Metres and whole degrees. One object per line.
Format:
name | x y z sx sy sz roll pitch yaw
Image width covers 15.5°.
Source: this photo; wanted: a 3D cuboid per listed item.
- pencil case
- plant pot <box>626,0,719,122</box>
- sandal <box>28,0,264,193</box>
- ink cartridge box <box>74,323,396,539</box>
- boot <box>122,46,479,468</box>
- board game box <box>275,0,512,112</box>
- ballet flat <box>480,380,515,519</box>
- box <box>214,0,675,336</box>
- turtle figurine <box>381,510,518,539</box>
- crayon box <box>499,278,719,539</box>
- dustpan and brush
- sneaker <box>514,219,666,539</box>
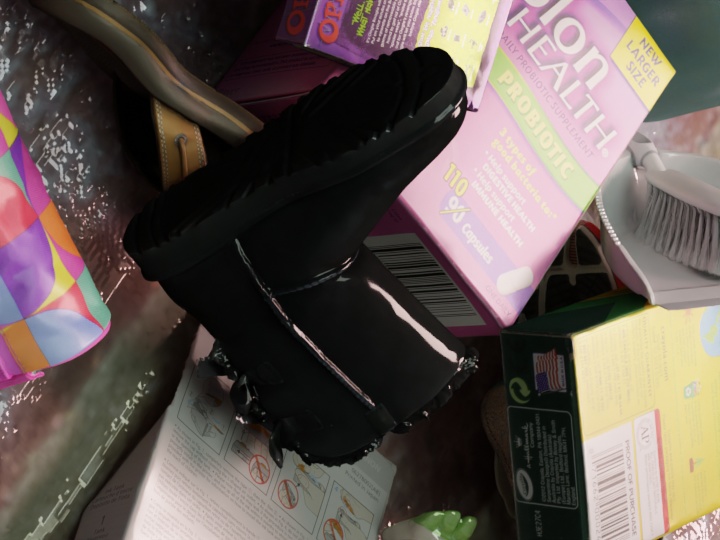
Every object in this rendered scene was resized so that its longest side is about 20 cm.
pencil case | -0.188 -0.040 1.199 0.088 0.088 0.200 -41 113 -35
plant pot | 0.214 -0.190 1.508 0.200 0.161 0.201 2 87 -40
sandal | -0.094 -0.069 1.290 0.200 0.082 0.055 42 78 -33
ink cartridge box | -0.066 0.141 1.335 0.161 0.050 0.200 44 43 -31
boot | 0.001 0.000 1.275 0.163 0.198 0.073 51 17 -28
board game box | 0.038 -0.189 1.283 0.120 0.032 0.201 18 89 -45
ballet flat | 0.115 0.146 1.466 0.068 0.067 0.201 -30 108 -45
box | 0.046 -0.095 1.398 0.176 0.097 0.200 51 57 -27
turtle figurine | 0.078 0.221 1.355 0.143 0.200 0.195 5 62 -16
crayon box | 0.156 0.073 1.414 0.200 0.051 0.127 -16 104 -48
dustpan and brush | 0.167 -0.045 1.454 0.139 0.200 0.057 -7 113 -27
sneaker | 0.142 0.057 1.502 0.085 0.077 0.201 -41 121 -47
